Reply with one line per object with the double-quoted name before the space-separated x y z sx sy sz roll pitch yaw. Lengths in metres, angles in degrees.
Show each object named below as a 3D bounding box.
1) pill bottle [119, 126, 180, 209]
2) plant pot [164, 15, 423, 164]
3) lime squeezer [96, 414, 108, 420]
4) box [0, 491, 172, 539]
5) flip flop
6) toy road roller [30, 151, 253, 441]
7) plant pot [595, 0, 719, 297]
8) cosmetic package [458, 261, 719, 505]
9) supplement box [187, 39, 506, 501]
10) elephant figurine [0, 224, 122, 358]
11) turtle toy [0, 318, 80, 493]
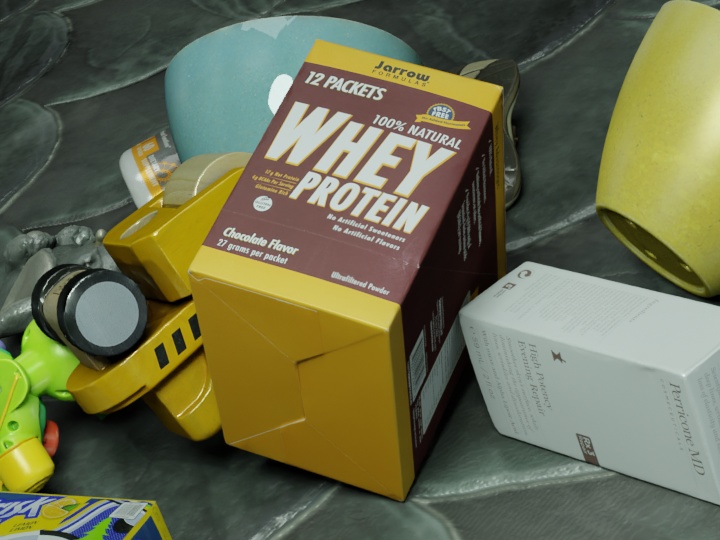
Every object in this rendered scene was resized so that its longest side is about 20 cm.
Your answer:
"pill bottle" -0.092 -0.091 1.719 0.199 0.117 0.116 -28 27 0
"plant pot" -0.047 -0.082 1.533 0.199 0.200 0.136 -10 66 19
"lime squeezer" -0.106 0.068 1.557 0.199 0.038 0.071 -12 59 13
"box" -0.215 0.191 1.349 0.199 0.070 0.064 0 32 34
"flip flop" 0.102 -0.108 1.713 0.081 0.058 0.201 -11 43 7
"toy road roller" -0.119 0.025 1.408 0.200 0.146 0.123 -41 15 -14
"plant pot" 0.244 -0.067 1.417 0.142 0.200 0.200 -51 32 -5
"cosmetic package" 0.162 0.067 1.288 0.074 0.102 0.199 -36 29 -28
"supplement box" 0.000 0.000 1.329 0.132 0.198 0.201 16 56 16
"elephant figurine" -0.215 0.028 1.550 0.141 0.156 0.200 -5 4 -15
"turtle toy" -0.266 0.099 1.470 0.200 0.146 0.101 -35 -6 15
